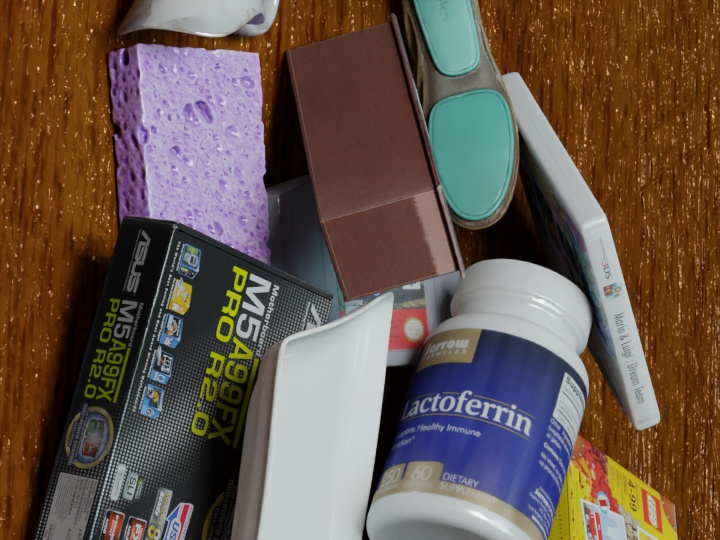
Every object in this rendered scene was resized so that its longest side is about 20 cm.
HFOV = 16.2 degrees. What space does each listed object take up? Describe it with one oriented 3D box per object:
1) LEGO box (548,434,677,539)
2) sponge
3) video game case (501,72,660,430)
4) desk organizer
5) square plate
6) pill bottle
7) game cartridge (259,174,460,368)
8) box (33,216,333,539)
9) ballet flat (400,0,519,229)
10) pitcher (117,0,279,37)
[{"bbox_3d":[0.151,0.231,1.703,0.149,0.077,0.201,35,44,-44],"label":"LEGO box"},{"bbox_3d":[-0.101,-0.036,1.554,0.111,0.030,0.201,0,84,-51],"label":"sponge"},{"bbox_3d":[0.149,-0.015,1.746,0.200,0.024,0.182,-114,-176,-54],"label":"video game case"},{"bbox_3d":[0.007,-0.072,1.602,0.200,0.077,0.072,-102,176,-52],"label":"desk organizer"},{"bbox_3d":[-0.033,0.120,1.512,0.200,0.028,0.199,-22,122,-69],"label":"square plate"},{"bbox_3d":[0.083,0.100,1.645,0.116,0.115,0.201,45,51,-38],"label":"pill bottle"},{"bbox_3d":[0.000,0.000,1.673,0.200,0.041,0.134,-2,81,-52],"label":"game cartridge"},{"bbox_3d":[-0.100,0.086,1.485,0.160,0.044,0.201,27,75,-50],"label":"box"},{"bbox_3d":[0.067,-0.119,1.745,0.072,0.068,0.201,85,-9,-76],"label":"ballet flat"},{"bbox_3d":[-0.087,-0.242,1.554,0.172,0.121,0.201,-12,105,-72],"label":"pitcher"}]
